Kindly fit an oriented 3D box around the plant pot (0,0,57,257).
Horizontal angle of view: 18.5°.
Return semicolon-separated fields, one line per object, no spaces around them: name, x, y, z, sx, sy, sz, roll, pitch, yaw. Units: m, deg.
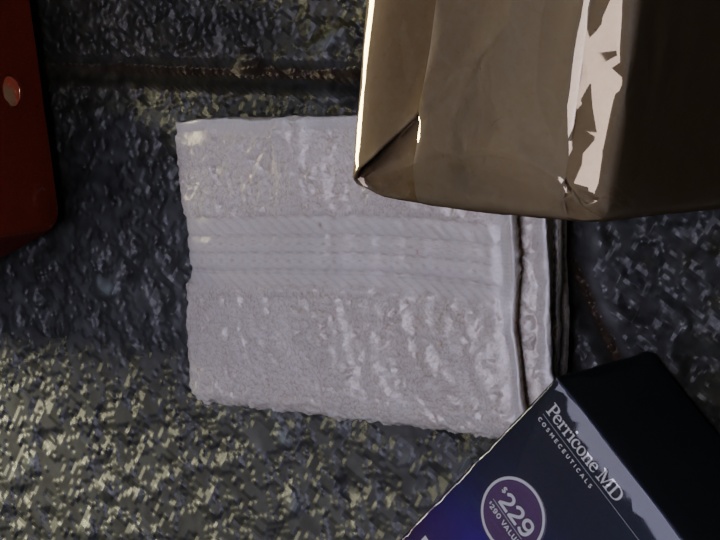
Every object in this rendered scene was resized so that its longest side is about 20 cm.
plant pot;-0.257;-0.072;1.030;0.176;0.200;0.200;-7;93;27

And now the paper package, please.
paper package;0.099;-0.116;0.738;0.103;0.200;0.191;15;104;34

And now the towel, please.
towel;0.000;0.000;0.934;0.200;0.034;0.133;2;97;37

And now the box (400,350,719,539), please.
box;0.111;0.154;0.845;0.141;0.079;0.200;-49;68;28
